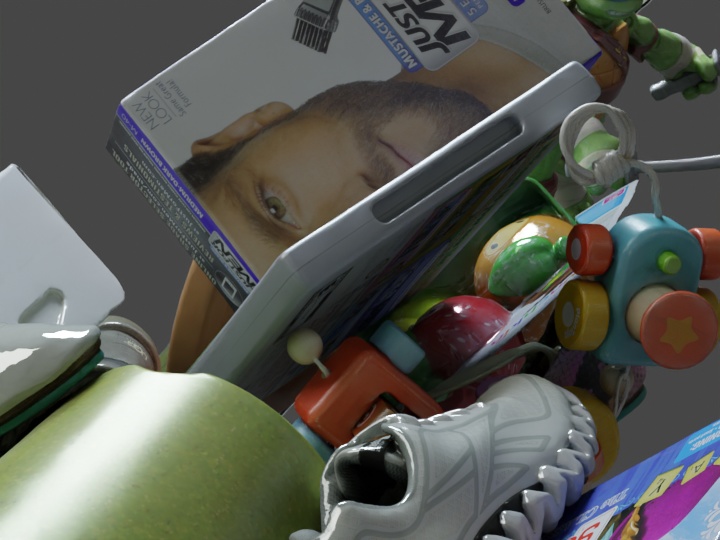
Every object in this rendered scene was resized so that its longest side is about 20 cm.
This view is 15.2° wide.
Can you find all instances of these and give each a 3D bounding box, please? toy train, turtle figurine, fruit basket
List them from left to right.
[{"bbox_3d":[0.054,0.026,1.327,0.185,0.094,0.200,-41,-2,18],"label":"fruit basket"},{"bbox_3d":[0.071,0.035,1.128,0.200,0.150,0.056,-45,29,-2],"label":"toy train"},{"bbox_3d":[0.147,-0.070,1.478,0.194,0.199,0.144,117,164,-46],"label":"turtle figurine"}]

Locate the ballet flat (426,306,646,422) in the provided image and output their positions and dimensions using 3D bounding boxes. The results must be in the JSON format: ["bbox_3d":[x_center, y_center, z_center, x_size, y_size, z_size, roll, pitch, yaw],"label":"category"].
[{"bbox_3d":[0.041,0.092,1.207,0.200,0.071,0.069,-45,10,-4],"label":"ballet flat"}]

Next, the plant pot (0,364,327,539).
[{"bbox_3d":[-0.097,0.138,0.985,0.200,0.200,0.184,-36,12,42],"label":"plant pot"}]

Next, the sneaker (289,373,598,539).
[{"bbox_3d":[0.032,0.081,1.010,0.075,0.081,0.200,-41,6,28],"label":"sneaker"}]

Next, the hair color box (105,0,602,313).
[{"bbox_3d":[-0.002,-0.077,1.217,0.200,0.109,0.065,-37,-7,-19],"label":"hair color box"}]

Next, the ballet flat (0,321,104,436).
[{"bbox_3d":[-0.184,0.060,1.075,0.200,0.069,0.069,-36,11,36],"label":"ballet flat"}]

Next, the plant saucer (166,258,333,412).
[{"bbox_3d":[-0.030,-0.007,1.321,0.200,0.037,0.200,-58,-17,-28],"label":"plant saucer"}]

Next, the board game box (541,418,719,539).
[{"bbox_3d":[0.070,0.142,0.938,0.200,0.041,0.200,-36,12,45],"label":"board game box"}]

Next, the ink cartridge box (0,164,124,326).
[{"bbox_3d":[-0.220,0.056,1.212,0.200,0.084,0.146,-37,6,25],"label":"ink cartridge box"}]

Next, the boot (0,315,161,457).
[{"bbox_3d":[-0.156,0.101,1.252,0.182,0.072,0.200,-55,10,8],"label":"boot"}]

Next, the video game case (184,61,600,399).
[{"bbox_3d":[0.000,0.000,1.184,0.182,0.022,0.200,-34,-9,-33],"label":"video game case"}]
